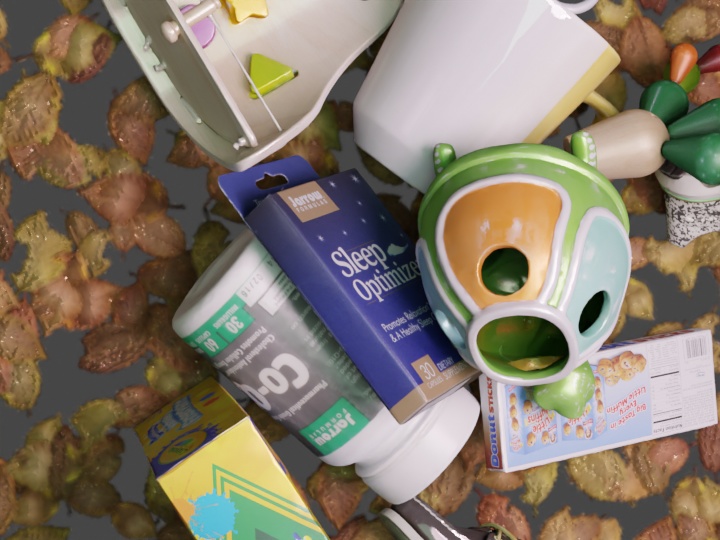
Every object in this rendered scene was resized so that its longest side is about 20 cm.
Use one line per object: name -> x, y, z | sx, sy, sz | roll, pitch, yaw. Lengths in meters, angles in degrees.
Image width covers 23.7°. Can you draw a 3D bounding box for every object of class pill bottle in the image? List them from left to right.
pill bottle -> -0.021, 0.061, 1.176 | 0.200, 0.113, 0.113 | 41, 86, -10

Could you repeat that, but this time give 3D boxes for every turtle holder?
turtle holder -> 0.101, 0.011, 1.107 | 0.141, 0.186, 0.132 | 8, 49, -5

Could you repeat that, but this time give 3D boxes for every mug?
mug -> 0.087, -0.116, 1.173 | 0.186, 0.149, 0.153 | 35, 95, -4

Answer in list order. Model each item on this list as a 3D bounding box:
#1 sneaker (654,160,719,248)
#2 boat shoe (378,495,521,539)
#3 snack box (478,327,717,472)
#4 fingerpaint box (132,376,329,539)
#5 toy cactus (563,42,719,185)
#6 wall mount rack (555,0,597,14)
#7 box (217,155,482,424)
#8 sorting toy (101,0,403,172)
sneaker -> 0.304, -0.062, 1.264 | 0.199, 0.077, 0.089 | -7, 126, -11
boat shoe -> 0.098, 0.219, 1.234 | 0.201, 0.072, 0.061 | 43, 82, -17
snack box -> 0.173, 0.090, 1.224 | 0.200, 0.024, 0.072 | -8, 97, -32
fingerpaint box -> -0.070, 0.166, 1.130 | 0.073, 0.200, 0.167 | -34, 99, -8
toy cactus -> 0.219, -0.089, 1.156 | 0.165, 0.200, 0.102 | -13, 130, -4
wall mount rack -> 0.192, -0.272, 1.195 | 0.173, 0.075, 0.201 | 14, 77, -19
box -> 0.000, 0.000, 1.130 | 0.032, 0.121, 0.200 | -44, 80, 28
sorting toy -> -0.069, -0.191, 1.163 | 0.180, 0.107, 0.200 | -32, 96, -16
